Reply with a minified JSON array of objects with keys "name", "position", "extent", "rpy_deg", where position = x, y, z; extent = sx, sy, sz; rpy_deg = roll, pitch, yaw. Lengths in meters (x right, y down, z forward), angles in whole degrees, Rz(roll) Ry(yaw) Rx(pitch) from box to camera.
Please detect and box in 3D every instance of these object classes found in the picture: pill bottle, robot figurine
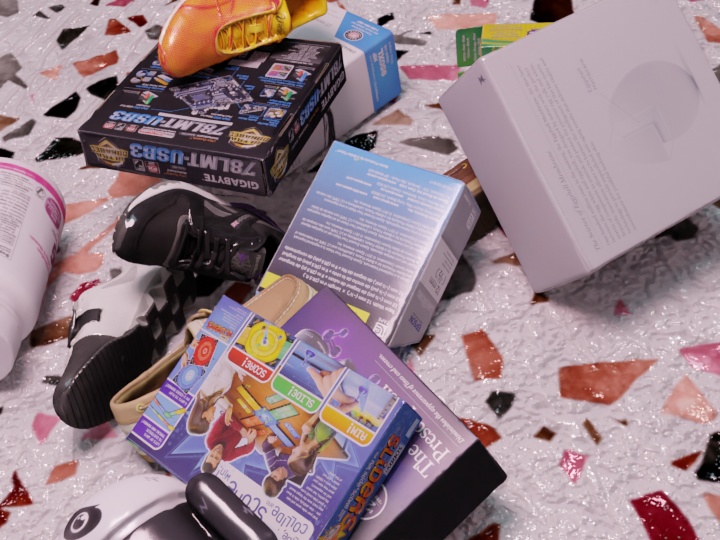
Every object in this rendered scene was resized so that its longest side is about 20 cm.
[{"name":"pill bottle","position":[-0.345,0.000,1.075],"extent":[0.111,0.114,0.202],"rpy_deg":[-4,44,5]},{"name":"robot figurine","position":[-0.122,0.230,0.780],"extent":[0.150,0.125,0.200],"rpy_deg":[-38,63,-20]}]

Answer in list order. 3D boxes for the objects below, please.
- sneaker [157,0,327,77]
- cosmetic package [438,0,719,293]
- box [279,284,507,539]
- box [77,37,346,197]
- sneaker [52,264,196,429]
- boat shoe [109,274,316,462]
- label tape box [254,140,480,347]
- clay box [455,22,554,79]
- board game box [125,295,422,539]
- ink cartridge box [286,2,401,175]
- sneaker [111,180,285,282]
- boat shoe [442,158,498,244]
[{"name":"sneaker","position":[-0.113,-0.245,1.125],"extent":[0.077,0.074,0.199],"rpy_deg":[24,49,37]},{"name":"cosmetic package","position":[0.208,-0.119,1.032],"extent":[0.198,0.123,0.202],"rpy_deg":[-26,88,-19]},{"name":"box","position":[-0.009,0.129,0.887],"extent":[0.141,0.079,0.200],"rpy_deg":[-44,50,-4]},{"name":"box","position":[-0.138,-0.160,1.125],"extent":[0.197,0.050,0.200],"rpy_deg":[9,45,19]},{"name":"sneaker","position":[-0.227,0.062,1.026],"extent":[0.087,0.075,0.201],"rpy_deg":[8,35,19]},{"name":"boat shoe","position":[-0.120,0.069,0.963],"extent":[0.200,0.067,0.074],"rpy_deg":[-45,28,-14]},{"name":"label tape box","position":[0.000,0.000,1.041],"extent":[0.142,0.066,0.202],"rpy_deg":[20,78,28]},{"name":"clay box","position":[0.195,-0.191,1.180],"extent":[0.196,0.116,0.048],"rpy_deg":[-1,43,10]},{"name":"board game box","position":[-0.068,0.116,0.851],"extent":[0.199,0.034,0.136],"rpy_deg":[27,78,38]},{"name":"ink cartridge box","position":[-0.076,-0.199,1.255],"extent":[0.144,0.085,0.199],"rpy_deg":[31,57,35]},{"name":"sneaker","position":[-0.130,-0.028,1.041],"extent":[0.087,0.077,0.199],"rpy_deg":[31,19,28]},{"name":"boat shoe","position":[0.139,-0.103,1.130],"extent":[0.199,0.073,0.067],"rpy_deg":[-34,51,-20]}]
